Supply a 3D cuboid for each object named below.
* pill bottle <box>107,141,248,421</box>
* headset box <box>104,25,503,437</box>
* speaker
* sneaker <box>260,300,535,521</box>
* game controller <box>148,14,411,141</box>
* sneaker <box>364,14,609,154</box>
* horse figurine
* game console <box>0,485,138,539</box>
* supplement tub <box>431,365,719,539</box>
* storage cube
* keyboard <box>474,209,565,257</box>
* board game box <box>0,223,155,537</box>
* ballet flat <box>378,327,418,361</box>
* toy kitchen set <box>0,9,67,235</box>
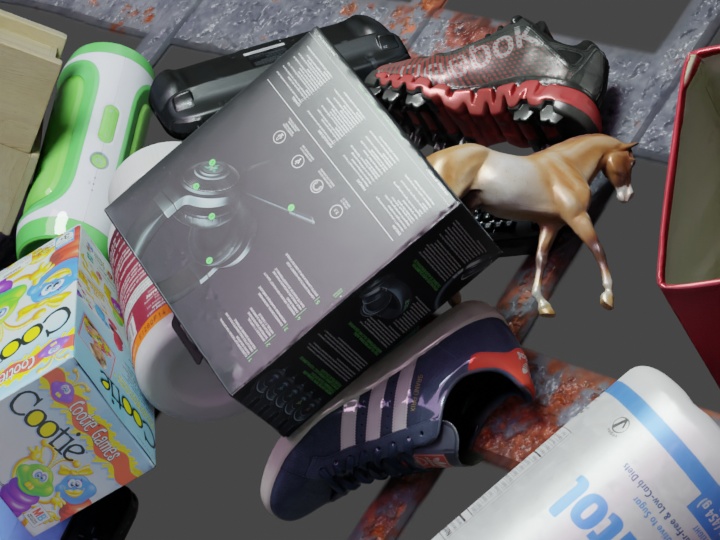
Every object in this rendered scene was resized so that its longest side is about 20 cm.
[{"bbox_3d":[-0.123,0.003,1.523,0.109,0.110,0.201,-29,44,9],"label":"pill bottle"},{"bbox_3d":[-0.043,-0.020,1.356,0.200,0.093,0.174,-41,59,3],"label":"headset box"},{"bbox_3d":[-0.215,-0.083,1.676,0.088,0.089,0.201,-12,49,25],"label":"speaker"},{"bbox_3d":[0.026,0.109,1.365,0.200,0.075,0.085,-40,55,6],"label":"sneaker"},{"bbox_3d":[-0.062,-0.148,1.620,0.198,0.043,0.104,-17,23,-13],"label":"game controller"},{"bbox_3d":[0.095,-0.135,1.526,0.199,0.071,0.098,7,58,35],"label":"sneaker"},{"bbox_3d":[0.092,-0.037,1.411,0.198,0.050,0.134,3,70,-4],"label":"horse figurine"},{"bbox_3d":[-0.284,0.188,1.465,0.198,0.119,0.173,5,58,36],"label":"game console"},{"bbox_3d":[0.129,0.163,1.204,0.200,0.132,0.132,-41,43,-3],"label":"supplement tub"},{"bbox_3d":[0.285,-0.017,1.219,0.169,0.180,0.201,-9,51,27],"label":"storage cube"},{"bbox_3d":[0.052,-0.036,1.493,0.198,0.040,0.105,-6,50,31],"label":"keyboard"},{"bbox_3d":[-0.213,0.073,1.487,0.102,0.105,0.200,-30,25,9],"label":"board game box"},{"bbox_3d":[0.000,0.000,1.458,0.071,0.069,0.202,-18,70,52],"label":"ballet flat"},{"bbox_3d":[-0.344,-0.127,1.685,0.163,0.179,0.201,-102,33,-67],"label":"toy kitchen set"}]
